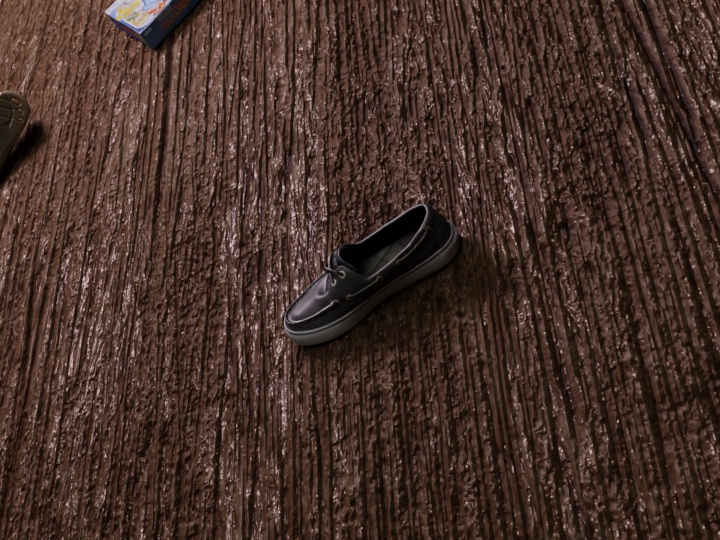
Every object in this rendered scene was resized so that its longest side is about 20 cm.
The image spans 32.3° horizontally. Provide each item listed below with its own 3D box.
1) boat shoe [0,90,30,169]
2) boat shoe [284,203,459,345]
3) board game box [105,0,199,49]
[{"bbox_3d":[-0.541,-0.167,1.792,0.201,0.072,0.068,-55,8,-2],"label":"boat shoe"},{"bbox_3d":[0.000,0.000,1.207,0.199,0.066,0.070,-28,42,16],"label":"boat shoe"},{"bbox_3d":[-0.268,-0.419,1.804,0.200,0.034,0.135,-48,41,-6],"label":"board game box"}]
